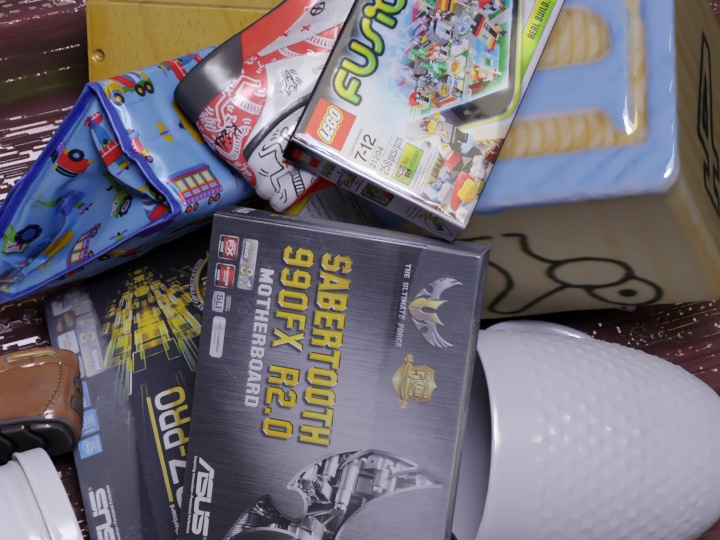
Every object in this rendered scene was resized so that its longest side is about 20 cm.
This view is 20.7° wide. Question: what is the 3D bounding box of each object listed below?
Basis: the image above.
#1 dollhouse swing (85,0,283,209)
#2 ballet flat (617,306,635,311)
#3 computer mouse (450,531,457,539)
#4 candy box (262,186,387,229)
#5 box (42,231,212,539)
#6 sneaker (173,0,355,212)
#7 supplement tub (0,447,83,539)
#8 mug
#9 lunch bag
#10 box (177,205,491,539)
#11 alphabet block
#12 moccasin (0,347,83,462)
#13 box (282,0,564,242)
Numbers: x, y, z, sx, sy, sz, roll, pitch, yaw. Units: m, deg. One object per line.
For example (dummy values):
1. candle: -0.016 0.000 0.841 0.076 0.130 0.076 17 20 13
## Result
1. dollhouse swing: -0.060 -0.143 1.346 0.198 0.176 0.184 5 107 17
2. ballet flat: 0.124 -0.045 1.364 0.071 0.069 0.201 -26 66 1
3. computer mouse: 0.043 0.121 1.212 0.034 0.058 0.202 22 46 -41
4. candy box: 0.000 0.000 1.247 0.026 0.201 0.103 19 63 34
5. box: -0.104 0.085 1.238 0.160 0.049 0.202 -20 68 13
6. sneaker: -0.003 -0.120 1.151 0.201 0.067 0.108 -40 90 -20
7. supplement tub: -0.260 0.194 1.143 0.198 0.141 0.141 -19 70 -17
8. mug: 0.135 0.100 1.263 0.173 0.149 0.201 4 35 -16
9. lunch bag: -0.144 -0.040 1.212 0.094 0.200 0.150 55 38 6
10. box: -0.016 0.074 1.131 0.157 0.048 0.202 10 100 10
11. alphabet block: 0.124 -0.096 1.237 0.193 0.200 0.199 -3 69 19
12. moccasin: -0.272 0.083 1.221 0.199 0.074 0.078 -12 55 6
13. box: 0.046 -0.130 1.109 0.109 0.035 0.202 25 74 -5
